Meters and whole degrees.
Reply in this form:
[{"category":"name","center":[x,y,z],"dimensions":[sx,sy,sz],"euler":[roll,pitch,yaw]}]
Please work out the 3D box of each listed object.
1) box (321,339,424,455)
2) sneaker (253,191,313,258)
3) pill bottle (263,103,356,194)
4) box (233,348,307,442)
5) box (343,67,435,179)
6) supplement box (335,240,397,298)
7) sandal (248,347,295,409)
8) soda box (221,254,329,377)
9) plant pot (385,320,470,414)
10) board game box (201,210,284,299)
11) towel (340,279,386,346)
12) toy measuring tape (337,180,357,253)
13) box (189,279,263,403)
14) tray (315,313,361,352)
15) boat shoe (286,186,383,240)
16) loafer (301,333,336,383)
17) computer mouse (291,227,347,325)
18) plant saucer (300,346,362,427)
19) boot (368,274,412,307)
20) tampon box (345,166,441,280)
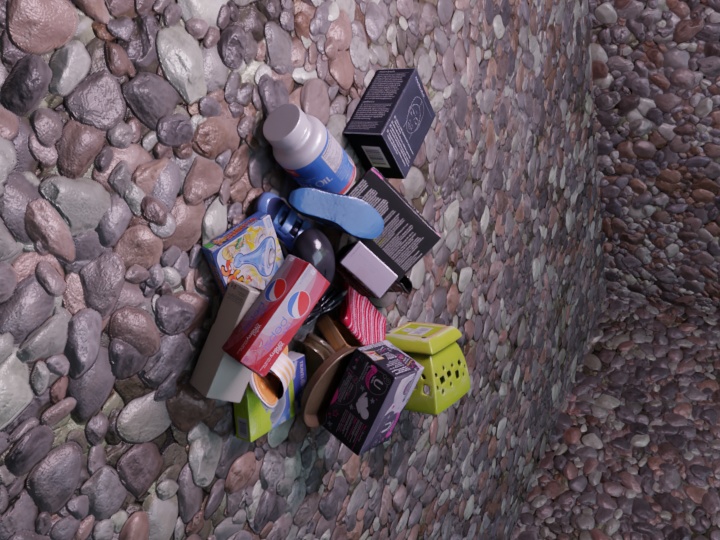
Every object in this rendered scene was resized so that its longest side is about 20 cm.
[{"category":"box","center":[0.028,0.268,1.398],"dimensions":[0.132,0.114,0.201],"euler":[-5,124,-56]},{"category":"sneaker","center":[-0.132,-0.079,1.272],"dimensions":[0.200,0.082,0.074],"euler":[52,57,-46]},{"category":"pill bottle","center":[-0.099,-0.225,1.258],"dimensions":[0.200,0.111,0.113],"euler":[43,63,-51]},{"category":"box","center":[-0.172,0.247,1.327],"dimensions":[0.199,0.047,0.123],"euler":[-22,114,-53]},{"category":"box","center":[0.070,-0.334,1.492],"dimensions":[0.201,0.106,0.149],"euler":[-63,143,-23]},{"category":"supplement box","center":[0.000,0.000,1.368],"dimensions":[0.109,0.200,0.061],"euler":[42,83,-6]},{"category":"sandal","center":[-0.157,0.171,1.242],"dimensions":[0.079,0.059,0.207],"euler":[50,20,-21]},{"category":"soda box","center":[-0.143,0.076,1.120],"dimensions":[0.201,0.063,0.070],"euler":[-56,135,-12]},{"category":"plant pot","center":[0.155,0.239,1.700],"dimensions":[0.199,0.198,0.183],"euler":[-17,107,-53]},{"category":"board game box","center":[-0.199,0.011,1.213],"dimensions":[0.135,0.034,0.201],"euler":[-38,129,-31]},{"category":"towel","center":[0.010,0.115,1.514],"dimensions":[0.200,0.022,0.145],"euler":[51,28,-39]},{"category":"toy measuring tape","center":[0.004,-0.121,1.480],"dimensions":[0.073,0.073,0.202],"euler":[30,73,-55]},{"category":"box","center":[-0.220,0.125,1.160],"dimensions":[0.082,0.068,0.202],"euler":[24,90,-46]},{"category":"tray","center":[-0.020,0.177,1.497],"dimensions":[0.037,0.099,0.200],"euler":[-41,143,7]},{"category":"boat shoe","center":[-0.047,-0.120,1.262],"dimensions":[0.199,0.069,0.085],"euler":[25,86,-26]},{"category":"loafer","center":[-0.089,0.218,1.413],"dimensions":[0.067,0.076,0.201],"euler":[-45,139,-31]},{"category":"computer mouse","center":[-0.080,0.013,1.269],"dimensions":[0.138,0.052,0.202],"euler":[-32,132,-34]},{"category":"plant saucer","center":[-0.057,0.241,1.386],"dimensions":[0.200,0.029,0.201],"euler":[-39,149,-29]},{"category":"boot","center":[0.068,0.042,1.565],"dimensions":[0.200,0.130,0.068],"euler":[50,58,-50]},{"category":"tampon box","center":[0.052,-0.103,1.377],"dimensions":[0.126,0.200,0.150],"euler":[-45,-173,8]}]
